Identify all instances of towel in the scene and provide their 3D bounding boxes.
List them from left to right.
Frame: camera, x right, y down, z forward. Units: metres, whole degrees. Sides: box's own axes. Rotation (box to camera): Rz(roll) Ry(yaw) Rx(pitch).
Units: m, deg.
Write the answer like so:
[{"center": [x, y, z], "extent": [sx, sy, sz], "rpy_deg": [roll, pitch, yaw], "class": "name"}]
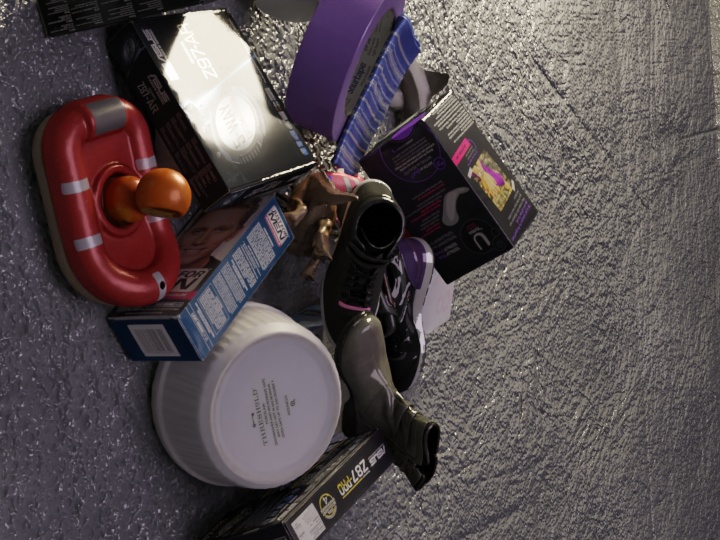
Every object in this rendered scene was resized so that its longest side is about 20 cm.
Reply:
[{"center": [0.021, -0.212, 1.460], "extent": [0.201, 0.024, 0.145], "rpy_deg": [-65, 172, -1], "class": "towel"}]

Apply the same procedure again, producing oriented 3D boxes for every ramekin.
[{"center": [-0.109, 0.136, 1.229], "extent": [0.201, 0.094, 0.205], "rpy_deg": [-4, 98, -35], "class": "ramekin"}]

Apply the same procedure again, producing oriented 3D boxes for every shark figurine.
[{"center": [0.073, -0.273, 1.603], "extent": [0.129, 0.089, 0.215], "rpy_deg": [-62, 139, -40], "class": "shark figurine"}]

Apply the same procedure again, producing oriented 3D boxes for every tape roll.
[{"center": [-0.016, -0.257, 1.385], "extent": [0.200, 0.065, 0.201], "rpy_deg": [90, 26, -75], "class": "tape roll"}]

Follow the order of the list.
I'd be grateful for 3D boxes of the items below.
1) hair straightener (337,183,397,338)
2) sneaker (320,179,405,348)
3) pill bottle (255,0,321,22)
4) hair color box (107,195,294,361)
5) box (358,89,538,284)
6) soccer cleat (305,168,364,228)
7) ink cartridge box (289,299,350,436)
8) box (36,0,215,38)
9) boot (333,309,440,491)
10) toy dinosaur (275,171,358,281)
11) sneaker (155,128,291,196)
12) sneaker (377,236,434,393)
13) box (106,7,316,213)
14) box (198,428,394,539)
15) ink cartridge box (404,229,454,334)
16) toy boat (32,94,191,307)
[{"center": [-0.002, 0.002, 1.404], "extent": [0.077, 0.041, 0.202], "rpy_deg": [-21, 106, -41], "class": "hair straightener"}, {"center": [0.000, 0.000, 1.306], "extent": [0.099, 0.070, 0.202], "rpy_deg": [-128, -130, -80], "class": "sneaker"}, {"center": [-0.069, -0.398, 1.357], "extent": [0.110, 0.110, 0.202], "rpy_deg": [25, 68, -55], "class": "pill bottle"}, {"center": [-0.161, 0.006, 1.209], "extent": [0.200, 0.099, 0.061], "rpy_deg": [-56, 132, -42], "class": "hair color box"}, {"center": [0.114, -0.106, 1.503], "extent": [0.201, 0.122, 0.106], "rpy_deg": [54, 39, -8], "class": "box"}, {"center": [-0.008, -0.069, 1.481], "extent": [0.200, 0.066, 0.077], "rpy_deg": [32, 58, -60], "class": "soccer cleat"}, {"center": [-0.057, 0.124, 1.392], "extent": [0.200, 0.076, 0.138], "rpy_deg": [-29, 113, -56], "class": "ink cartridge box"}, {"center": [-0.170, -0.273, 1.111], "extent": [0.193, 0.198, 0.048], "rpy_deg": [-39, 120, -52], "class": "box"}, {"center": [0.040, 0.146, 1.313], "extent": [0.068, 0.130, 0.201], "rpy_deg": [-33, 137, -32], "class": "boot"}, {"center": [-0.058, -0.067, 1.339], "extent": [0.085, 0.200, 0.136], "rpy_deg": [29, 52, -8], "class": "toy dinosaur"}, {"center": [-0.145, -0.134, 1.275], "extent": [0.199, 0.075, 0.089], "rpy_deg": [12, 66, -56], "class": "sneaker"}, {"center": [0.033, 0.058, 1.484], "extent": [0.087, 0.075, 0.202], "rpy_deg": [-5, 103, -47], "class": "sneaker"}, {"center": [-0.150, -0.170, 1.210], "extent": [0.160, 0.043, 0.201], "rpy_deg": [-25, 84, -55], "class": "box"}, {"center": [-0.074, 0.256, 1.282], "extent": [0.200, 0.160, 0.049], "rpy_deg": [-38, 102, -52], "class": "box"}, {"center": [0.076, 0.013, 1.584], "extent": [0.200, 0.057, 0.164], "rpy_deg": [-34, 135, -63], "class": "ink cartridge box"}, {"center": [-0.214, -0.065, 1.099], "extent": [0.130, 0.130, 0.202], "rpy_deg": [-31, 115, -53], "class": "toy boat"}]
